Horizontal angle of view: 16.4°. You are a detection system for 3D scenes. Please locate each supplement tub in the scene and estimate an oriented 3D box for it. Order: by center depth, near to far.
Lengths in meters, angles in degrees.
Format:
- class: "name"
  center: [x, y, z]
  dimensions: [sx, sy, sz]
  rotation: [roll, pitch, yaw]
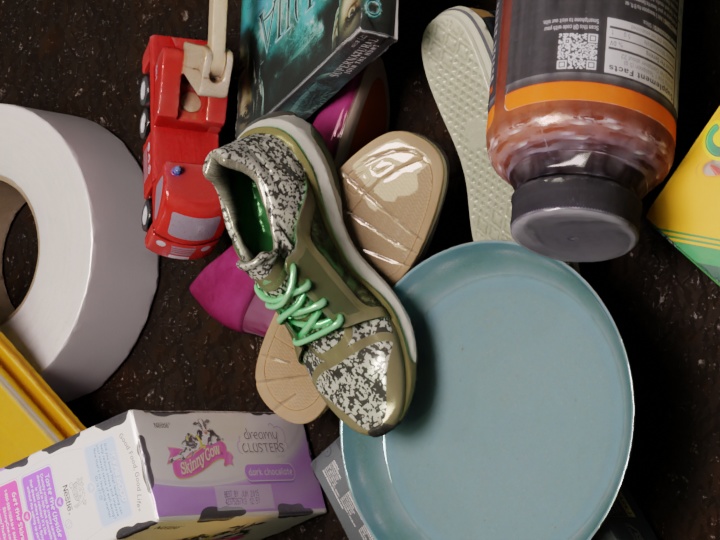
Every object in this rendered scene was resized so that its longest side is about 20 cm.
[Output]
- class: "supplement tub"
  center: [0.124, -0.109, 1.377]
  dimensions: [0.106, 0.107, 0.201]
  rotation: [-10, 63, 36]

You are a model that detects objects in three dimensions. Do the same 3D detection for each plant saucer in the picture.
- class: "plant saucer"
  center: [0.075, 0.084, 1.413]
  dimensions: [0.199, 0.027, 0.202]
  rotation: [-7, 78, 36]

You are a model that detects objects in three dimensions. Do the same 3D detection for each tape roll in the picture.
- class: "tape roll"
  center: [-0.232, -0.010, 1.686]
  dimensions: [0.201, 0.071, 0.204]
  rotation: [-3, 84, 37]

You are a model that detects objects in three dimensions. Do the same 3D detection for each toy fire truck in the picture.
- class: "toy fire truck"
  center: [-0.101, -0.123, 1.564]
  dimensions: [0.141, 0.048, 0.201]
  rotation: [125, 147, -59]

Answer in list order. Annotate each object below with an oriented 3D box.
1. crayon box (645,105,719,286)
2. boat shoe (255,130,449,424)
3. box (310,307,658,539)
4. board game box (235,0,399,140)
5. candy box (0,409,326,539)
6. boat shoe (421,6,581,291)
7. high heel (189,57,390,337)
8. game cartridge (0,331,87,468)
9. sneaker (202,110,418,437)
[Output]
- class: "crayon box"
  center: [0.257, -0.071, 1.331]
  dimensions: [0.119, 0.058, 0.201]
  rotation: [44, 112, 31]
- class: "boat shoe"
  center: [0.000, 0.000, 1.497]
  dimensions: [0.072, 0.065, 0.201]
  rotation: [31, 114, 14]
- class: "box"
  center: [0.076, 0.148, 1.452]
  dimensions: [0.158, 0.051, 0.201]
  rotation: [-44, 61, 26]
- class: "board game box"
  center: [-0.027, -0.167, 1.501]
  dimensions: [0.200, 0.028, 0.136]
  rotation: [144, 132, -61]
- class: "candy box"
  center: [-0.150, 0.151, 1.549]
  dimensions: [0.199, 0.167, 0.072]
  rotation: [-26, 72, 33]
- class: "boat shoe"
  center: [0.095, -0.060, 1.451]
  dimensions: [0.074, 0.062, 0.201]
  rotation: [-19, 89, 50]
- class: "high heel"
  center: [-0.048, -0.052, 1.550]
  dimensions: [0.096, 0.067, 0.201]
  rotation: [25, 104, 25]
- class: "game cartridge"
  center: [-0.280, 0.093, 1.657]
  dimensions: [0.177, 0.032, 0.200]
  rotation: [49, 141, -7]
- class: "sneaker"
  center: [-0.039, 0.008, 1.427]
  dimensions: [0.077, 0.088, 0.201]
  rotation: [-32, 81, 33]
